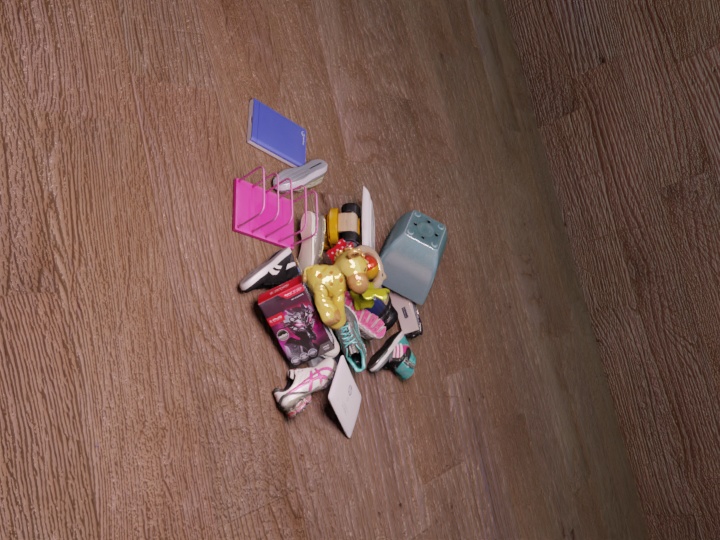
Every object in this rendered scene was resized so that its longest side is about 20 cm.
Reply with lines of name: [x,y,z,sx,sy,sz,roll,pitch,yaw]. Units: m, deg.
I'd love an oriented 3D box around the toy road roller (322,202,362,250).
toy road roller: [-0.066,-0.101,1.802,0.201,0.140,0.127,77,13,-64]

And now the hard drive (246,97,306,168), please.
hard drive: [-0.233,-0.380,1.762,0.197,0.025,0.136,23,58,-43]

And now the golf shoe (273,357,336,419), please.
golf shoe: [-0.135,0.273,1.570,0.093,0.072,0.200,50,48,-2]

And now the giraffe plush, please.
giraffe plush: [-0.047,0.022,1.541,0.204,0.159,0.173,62,3,-13]

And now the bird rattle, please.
bird rattle: [0.000,0.000,1.697,0.203,0.111,0.163,57,40,-4]

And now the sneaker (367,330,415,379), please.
sneaker: [0.101,0.277,1.863,0.123,0.083,0.199,56,39,-4]

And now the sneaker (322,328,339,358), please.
sneaker: [-0.110,0.148,1.622,0.202,0.079,0.076,53,40,-23]

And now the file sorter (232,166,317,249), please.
file sorter: [-0.215,-0.162,1.616,0.197,0.123,0.144,18,61,-45]

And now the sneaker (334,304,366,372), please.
sneaker: [-0.026,0.183,1.662,0.092,0.076,0.204,-112,178,-66]

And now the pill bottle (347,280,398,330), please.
pill bottle: [0.021,0.083,1.815,0.201,0.110,0.114,48,44,-25]

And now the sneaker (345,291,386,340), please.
sneaker: [-0.025,0.131,1.746,0.198,0.087,0.075,38,52,-11]

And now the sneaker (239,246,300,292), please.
sneaker: [-0.214,0.031,1.582,0.200,0.072,0.114,-44,110,-49]

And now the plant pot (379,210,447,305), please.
plant pot: [0.168,-0.061,1.923,0.191,0.202,0.199,27,48,0]

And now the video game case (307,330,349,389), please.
video game case: [-0.098,0.187,1.701,0.181,0.023,0.205,-37,103,-50]

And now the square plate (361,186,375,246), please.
square plate: [0.025,-0.115,1.877,0.199,0.027,0.207,77,14,-64]

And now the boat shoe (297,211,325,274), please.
boat shoe: [-0.129,-0.053,1.693,0.059,0.071,0.210,6,86,-41]

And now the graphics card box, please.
graphics card box: [-0.157,0.129,1.548,0.051,0.122,0.204,-103,169,-66]

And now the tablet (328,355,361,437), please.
tablet: [-0.038,0.336,1.656,0.203,0.013,0.133,71,29,-44]

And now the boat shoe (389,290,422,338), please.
boat shoe: [0.147,0.121,1.998,0.093,0.072,0.207,36,40,-66]

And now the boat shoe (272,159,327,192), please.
boat shoe: [-0.166,-0.253,1.761,0.197,0.071,0.063,-29,142,-39]
